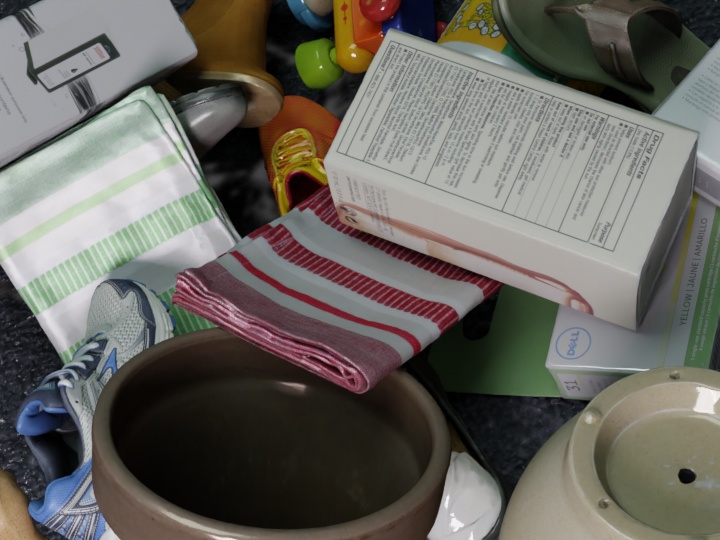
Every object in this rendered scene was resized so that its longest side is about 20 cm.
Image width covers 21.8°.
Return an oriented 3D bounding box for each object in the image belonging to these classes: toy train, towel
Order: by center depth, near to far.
[{"bbox_3d":[0.000,0.000,1.137,0.143,0.023,0.200,24,35,25],"label":"towel"},{"bbox_3d":[-0.150,-0.001,1.242,0.152,0.201,0.023,-30,11,4],"label":"towel"},{"bbox_3d":[0.002,-0.160,1.351,0.115,0.085,0.201,-23,55,30],"label":"toy train"}]

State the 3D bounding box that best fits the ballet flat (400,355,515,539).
[{"bbox_3d":[0.042,0.119,1.121,0.068,0.068,0.200,-39,50,5],"label":"ballet flat"}]

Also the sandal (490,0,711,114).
[{"bbox_3d":[0.176,-0.146,1.184,0.080,0.200,0.057,-67,12,-18],"label":"sandal"}]

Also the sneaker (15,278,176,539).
[{"bbox_3d":[-0.165,0.079,1.153,0.077,0.085,0.201,-46,35,38],"label":"sneaker"}]

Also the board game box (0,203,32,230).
[{"bbox_3d":[-0.244,-0.055,1.344,0.103,0.019,0.200,-41,10,-6],"label":"board game box"}]

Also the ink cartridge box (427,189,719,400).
[{"bbox_3d":[0.137,0.010,1.173,0.199,0.048,0.146,3,58,25],"label":"ink cartridge box"}]

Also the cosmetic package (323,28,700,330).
[{"bbox_3d":[0.090,-0.054,1.114,0.199,0.087,0.104,22,70,16],"label":"cosmetic package"}]

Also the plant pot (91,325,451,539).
[{"bbox_3d":[-0.055,0.156,1.056,0.199,0.176,0.201,4,30,-3],"label":"plant pot"}]

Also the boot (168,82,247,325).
[{"bbox_3d":[-0.131,-0.029,1.286,0.200,0.068,0.131,-35,78,22],"label":"boot"}]

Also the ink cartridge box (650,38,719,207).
[{"bbox_3d":[0.302,-0.087,1.130,0.200,0.045,0.176,36,71,23],"label":"ink cartridge box"}]

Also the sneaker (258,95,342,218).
[{"bbox_3d":[-0.030,-0.064,1.288,0.073,0.077,0.200,-30,44,4],"label":"sneaker"}]

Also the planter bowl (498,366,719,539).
[{"bbox_3d":[0.166,0.135,0.972,0.199,0.135,0.201,-2,46,2],"label":"planter bowl"}]

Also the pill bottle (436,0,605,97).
[{"bbox_3d":[0.110,-0.141,1.251,0.112,0.113,0.201,19,65,35],"label":"pill bottle"}]

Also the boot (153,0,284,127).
[{"bbox_3d":[-0.090,-0.181,1.371,0.201,0.071,0.145,5,64,59],"label":"boot"}]

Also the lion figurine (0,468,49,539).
[{"bbox_3d":[-0.200,0.179,1.142,0.073,0.200,0.122,-49,17,-19],"label":"lion figurine"}]

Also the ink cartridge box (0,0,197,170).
[{"bbox_3d":[-0.231,-0.123,1.275,0.200,0.085,0.146,-34,7,-36],"label":"ink cartridge box"}]
